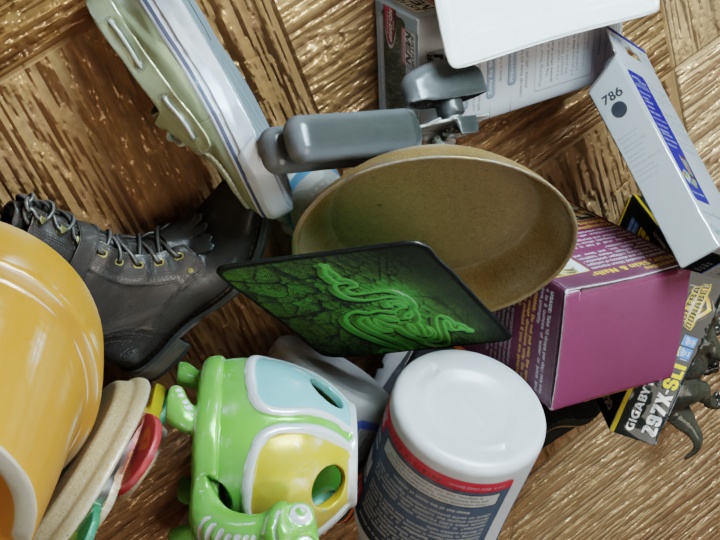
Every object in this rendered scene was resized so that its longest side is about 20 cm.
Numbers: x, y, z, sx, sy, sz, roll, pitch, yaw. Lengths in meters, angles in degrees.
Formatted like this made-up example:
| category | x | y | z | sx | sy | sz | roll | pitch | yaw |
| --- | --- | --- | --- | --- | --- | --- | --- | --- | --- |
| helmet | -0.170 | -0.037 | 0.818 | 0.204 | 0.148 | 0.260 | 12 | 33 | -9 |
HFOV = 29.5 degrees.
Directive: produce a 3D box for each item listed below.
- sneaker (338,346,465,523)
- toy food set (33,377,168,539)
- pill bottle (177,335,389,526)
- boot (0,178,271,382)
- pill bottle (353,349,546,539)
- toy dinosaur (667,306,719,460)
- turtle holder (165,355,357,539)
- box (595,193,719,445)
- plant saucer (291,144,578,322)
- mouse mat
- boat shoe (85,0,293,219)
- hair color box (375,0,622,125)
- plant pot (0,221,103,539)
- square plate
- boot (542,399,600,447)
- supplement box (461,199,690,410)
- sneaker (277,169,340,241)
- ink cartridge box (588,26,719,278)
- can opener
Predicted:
| category | x | y | z | sx | sy | sz | roll | pitch | yaw |
| --- | --- | --- | --- | --- | --- | --- | --- | --- | --- |
| sneaker | 0.047 | 0.148 | 1.163 | 0.077 | 0.112 | 0.201 | 0 | 120 | -63 |
| toy food set | -0.198 | 0.160 | 0.954 | 0.049 | 0.200 | 0.198 | 36 | 107 | -13 |
| pill bottle | -0.068 | 0.164 | 1.099 | 0.113 | 0.114 | 0.201 | 24 | 101 | -42 |
| boot | -0.170 | -0.013 | 0.949 | 0.174 | 0.069 | 0.200 | 28 | 100 | -43 |
| pill bottle | 0.059 | 0.170 | 1.061 | 0.119 | 0.120 | 0.201 | -13 | 140 | -30 |
| toy dinosaur | 0.332 | 0.099 | 1.393 | 0.102 | 0.077 | 0.201 | -2 | 123 | -22 |
| turtle holder | -0.067 | 0.129 | 0.948 | 0.131 | 0.186 | 0.142 | 1 | 83 | -3 |
| box | 0.248 | 0.037 | 1.199 | 0.049 | 0.200 | 0.160 | 19 | 108 | -8 |
| plant saucer | 0.051 | -0.030 | 0.958 | 0.199 | 0.036 | 0.201 | -1 | 146 | -1 |
| mouse mat | 0.007 | 0.026 | 0.991 | 0.200 | 0.160 | 0.008 | 41 | 47 | -58 |
| boat shoe | -0.111 | -0.116 | 0.922 | 0.062 | 0.072 | 0.201 | -26 | 112 | 9 |
| hair color box | 0.110 | -0.180 | 1.059 | 0.199 | 0.061 | 0.100 | -20 | 126 | -26 |
| plant pot | -0.256 | 0.094 | 0.830 | 0.199 | 0.184 | 0.201 | -5 | 119 | -9 |
| square plate | 0.117 | -0.264 | 0.991 | 0.197 | 0.028 | 0.201 | -19 | 99 | -25 |
| boot | 0.137 | 0.158 | 1.290 | 0.199 | 0.078 | 0.139 | -12 | 147 | -47 |
| supplement box | 0.147 | 0.014 | 1.103 | 0.130 | 0.200 | 0.104 | -10 | 117 | -30 |
| sneaker | 0.000 | 0.000 | 1.070 | 0.075 | 0.087 | 0.200 | -43 | 134 | -9 |
| ink cartridge box | 0.235 | -0.091 | 1.065 | 0.039 | 0.201 | 0.099 | -31 | 160 | 26 |
| can opener | 0.012 | -0.103 | 0.949 | 0.199 | 0.053 | 0.067 | -16 | 87 | -43 |
